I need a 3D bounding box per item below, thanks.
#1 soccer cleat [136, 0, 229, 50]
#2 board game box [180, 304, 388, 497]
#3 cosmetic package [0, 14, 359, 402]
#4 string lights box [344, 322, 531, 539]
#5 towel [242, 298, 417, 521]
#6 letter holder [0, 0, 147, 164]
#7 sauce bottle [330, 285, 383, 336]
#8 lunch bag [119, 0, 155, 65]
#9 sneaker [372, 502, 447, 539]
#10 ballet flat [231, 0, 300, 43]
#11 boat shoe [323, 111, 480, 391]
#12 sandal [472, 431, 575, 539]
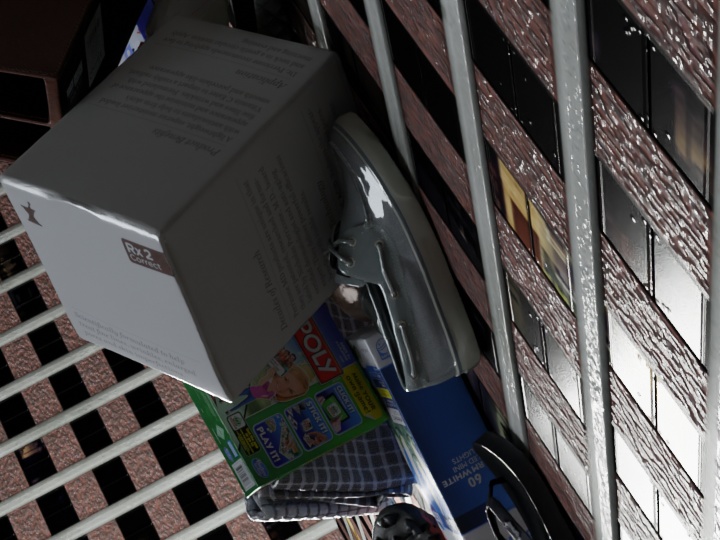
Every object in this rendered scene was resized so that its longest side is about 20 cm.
[{"bbox_3d":[-0.139,-0.161,1.375,0.077,0.201,0.069,22,159,-16],"label":"soccer cleat"},{"bbox_3d":[-0.081,0.059,1.392,0.201,0.134,0.029,60,146,8],"label":"board game box"},{"bbox_3d":[-0.111,-0.049,1.269,0.164,0.200,0.165,19,144,37],"label":"cosmetic package"},{"bbox_3d":[0.064,0.130,1.403,0.201,0.059,0.103,63,171,-2],"label":"string lights box"},{"bbox_3d":[-0.036,0.103,1.475,0.085,0.165,0.201,-33,62,41],"label":"towel"},{"bbox_3d":[-0.257,-0.187,1.335,0.101,0.141,0.201,93,-170,-50],"label":"letter holder"},{"bbox_3d":[0.000,0.000,1.382,0.200,0.065,0.065,46,161,60],"label":"sauce bottle"},{"bbox_3d":[-0.138,-0.135,1.506,0.170,0.124,0.200,61,-179,16],"label":"lunch bag"},{"bbox_3d":[0.085,0.257,1.512,0.200,0.071,0.098,45,-151,-19],"label":"sneaker"},{"bbox_3d":[-0.086,-0.200,1.302,0.067,0.057,0.200,53,167,46],"label":"ballet flat"},{"bbox_3d":[0.015,-0.008,1.229,0.201,0.071,0.070,65,171,-12],"label":"boat shoe"},{"bbox_3d":[0.131,0.204,1.275,0.201,0.043,0.076,60,171,18],"label":"sandal"}]
